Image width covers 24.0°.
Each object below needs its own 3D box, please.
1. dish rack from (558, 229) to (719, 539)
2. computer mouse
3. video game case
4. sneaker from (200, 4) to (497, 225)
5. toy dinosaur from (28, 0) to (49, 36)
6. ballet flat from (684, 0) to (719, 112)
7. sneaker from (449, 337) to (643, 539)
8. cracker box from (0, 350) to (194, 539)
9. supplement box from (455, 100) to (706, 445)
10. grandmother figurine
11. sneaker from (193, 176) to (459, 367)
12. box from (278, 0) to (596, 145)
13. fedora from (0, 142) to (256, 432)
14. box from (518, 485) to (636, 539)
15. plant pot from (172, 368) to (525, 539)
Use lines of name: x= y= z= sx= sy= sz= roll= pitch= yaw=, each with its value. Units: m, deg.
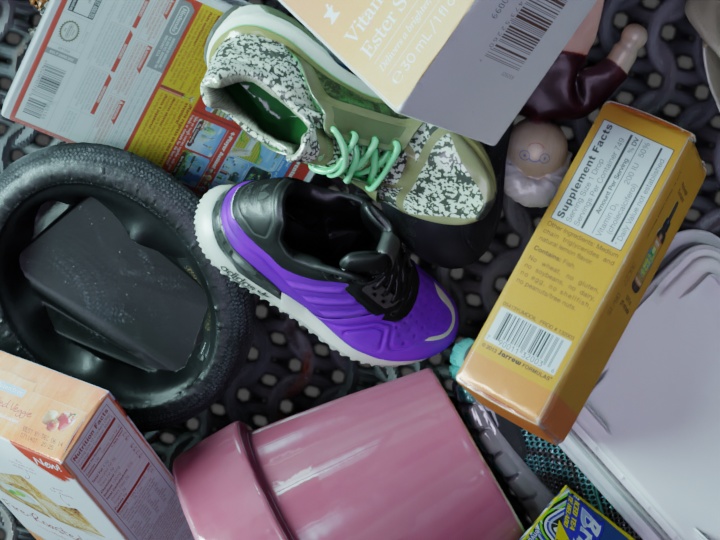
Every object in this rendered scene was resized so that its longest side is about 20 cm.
dish rack: x=0.225 y=0.093 z=1.088 sx=0.172 sy=0.044 sz=0.200 roll=-43 pitch=96 yaw=-3
computer mouse: x=0.045 y=-0.092 z=1.057 sx=0.138 sy=0.052 sz=0.202 roll=26 pitch=122 yaw=39
video game case: x=-0.108 y=-0.114 z=1.063 sx=0.198 sy=0.018 sz=0.143 roll=22 pitch=128 yaw=-17
sneaker: x=-0.015 y=-0.074 z=0.997 sx=0.199 sy=0.089 sz=0.077 roll=29 pitch=125 yaw=0
toy dinosaur: x=-0.149 y=-0.187 z=1.076 sx=0.198 sy=0.103 sz=0.137 roll=14 pitch=125 yaw=-15
ballet flat: x=0.260 y=-0.095 z=1.050 sx=0.069 sy=0.070 sz=0.201 roll=-26 pitch=100 yaw=15
sneaker: x=0.134 y=0.117 z=1.132 sx=0.091 sy=0.078 sz=0.201 roll=-35 pitch=103 yaw=0
cracker box: x=-0.186 y=0.135 z=1.102 sx=0.133 sy=0.058 sz=0.201 roll=16 pitch=150 yaw=32
supplement box: x=0.138 y=0.001 z=1.044 sx=0.068 sy=0.067 sz=0.201 roll=29 pitch=84 yaw=25
grandmother figurine: x=0.114 y=-0.139 z=1.055 sx=0.120 sy=0.060 sz=0.202 roll=11 pitch=106 yaw=21
sneaker: x=0.000 y=0.000 z=1.058 sx=0.199 sy=0.070 sz=0.099 roll=27 pitch=152 yaw=-30
box: x=0.031 y=-0.196 z=0.972 sx=0.200 sy=0.106 sz=0.153 roll=45 pitch=109 yaw=31
fedora: x=-0.158 y=0.004 z=1.118 sx=0.198 sy=0.092 sz=0.203 roll=2 pitch=107 yaw=7
box: x=0.110 y=0.228 z=1.105 sx=0.064 sy=0.070 sz=0.201 roll=38 pitch=143 yaw=13
plant pot: x=0.002 y=0.163 z=1.104 sx=0.178 sy=0.200 sz=0.201 roll=-31 pitch=101 yaw=-1
